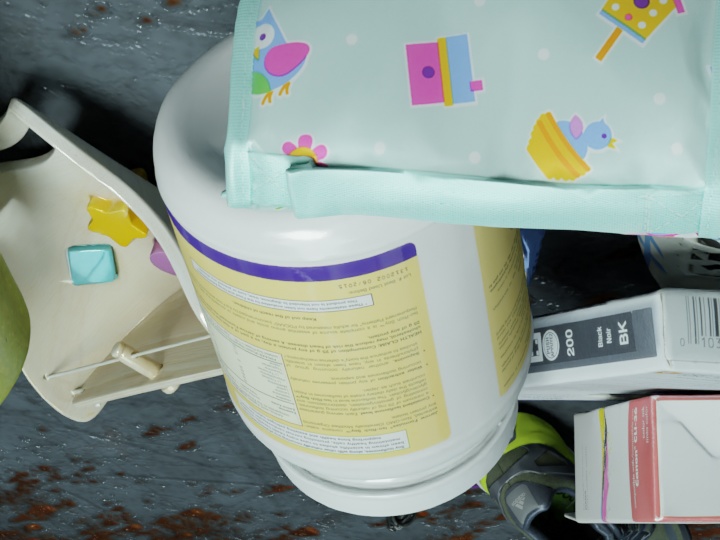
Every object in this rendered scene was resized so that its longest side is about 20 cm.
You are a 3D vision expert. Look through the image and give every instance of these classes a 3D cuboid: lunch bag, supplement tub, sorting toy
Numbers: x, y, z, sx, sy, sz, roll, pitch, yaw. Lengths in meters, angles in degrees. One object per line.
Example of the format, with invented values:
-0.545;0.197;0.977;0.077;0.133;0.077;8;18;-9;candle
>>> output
0.048;-0.092;0.565;0.170;0.201;0.122;5;144;8;lunch bag
0.000;0.000;0.712;0.145;0.146;0.200;2;137;14;supplement tub
-0.141;-0.017;0.869;0.180;0.107;0.200;42;146;-25;sorting toy

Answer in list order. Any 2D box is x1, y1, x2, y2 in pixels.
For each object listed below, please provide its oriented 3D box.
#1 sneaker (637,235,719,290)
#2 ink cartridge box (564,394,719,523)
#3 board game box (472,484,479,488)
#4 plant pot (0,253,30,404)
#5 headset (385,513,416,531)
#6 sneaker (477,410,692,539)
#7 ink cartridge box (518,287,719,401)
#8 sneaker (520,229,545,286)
0.168;-0.028;0.768;0.072;0.073;0.200;5;151;7;sneaker
0.188;0.107;0.908;0.116;0.068;0.200;0;171;-8;ink cartridge box
0.014;0.091;1.061;0.120;0.032;0.200;-14;141;29;board game box
-0.259;-0.004;0.795;0.200;0.201;0.184;-3;140;22;plant pot
0.009;0.102;0.946;0.123;0.094;0.200;18;174;20;headset
0.150;0.167;1.064;0.200;0.081;0.074;27;114;-33;sneaker
0.178;0.043;0.834;0.197;0.044;0.200;3;170;-26;ink cartridge box
0.025;-0.002;0.853;0.088;0.076;0.200;21;148;-16;sneaker
